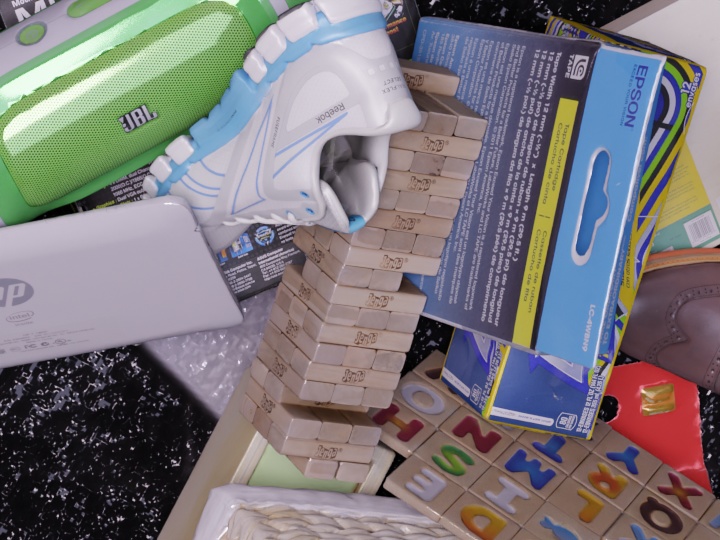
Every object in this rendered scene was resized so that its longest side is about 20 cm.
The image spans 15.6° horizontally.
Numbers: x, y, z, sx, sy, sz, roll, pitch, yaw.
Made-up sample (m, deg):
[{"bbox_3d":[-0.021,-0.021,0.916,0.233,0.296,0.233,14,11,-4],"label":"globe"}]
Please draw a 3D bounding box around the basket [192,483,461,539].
[{"bbox_3d":[0.010,0.231,1.286,0.199,0.161,0.199,9,110,-36],"label":"basket"}]

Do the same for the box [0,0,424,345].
[{"bbox_3d":[-0.061,-0.088,1.313,0.199,0.048,0.194,-23,106,-8],"label":"box"}]

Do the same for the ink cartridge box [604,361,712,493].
[{"bbox_3d":[0.125,0.158,1.424,0.160,0.050,0.201,-10,108,-13],"label":"ink cartridge box"}]

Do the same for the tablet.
[{"bbox_3d":[-0.164,0.015,1.255,0.199,0.014,0.130,-11,151,6],"label":"tablet"}]

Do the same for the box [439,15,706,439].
[{"bbox_3d":[0.106,-0.021,1.332,0.064,0.070,0.201,12,101,-23],"label":"box"}]

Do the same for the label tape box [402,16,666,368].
[{"bbox_3d":[0.088,-0.038,1.236,0.066,0.200,0.144,9,95,-33],"label":"label tape box"}]

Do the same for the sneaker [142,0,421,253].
[{"bbox_3d":[-0.035,-0.044,1.213,0.075,0.200,0.087,-22,74,-36],"label":"sneaker"}]

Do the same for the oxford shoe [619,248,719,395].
[{"bbox_3d":[0.214,0.041,1.392,0.199,0.073,0.071,11,117,-22],"label":"oxford shoe"}]

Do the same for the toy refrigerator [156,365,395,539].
[{"bbox_3d":[-0.065,0.160,1.360,0.076,0.070,0.201,26,96,-20],"label":"toy refrigerator"}]

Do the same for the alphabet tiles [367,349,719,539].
[{"bbox_3d":[0.100,0.112,1.333,0.199,0.167,0.008,34,120,12],"label":"alphabet tiles"}]

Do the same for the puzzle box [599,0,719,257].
[{"bbox_3d":[0.182,-0.084,1.390,0.199,0.025,0.134,-27,109,-7],"label":"puzzle box"}]

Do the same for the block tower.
[{"bbox_3d":[0.000,0.000,1.259,0.054,0.058,0.201,8,108,-31],"label":"block tower"}]

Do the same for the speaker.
[{"bbox_3d":[-0.117,-0.092,1.230,0.199,0.088,0.089,-29,109,-5],"label":"speaker"}]
